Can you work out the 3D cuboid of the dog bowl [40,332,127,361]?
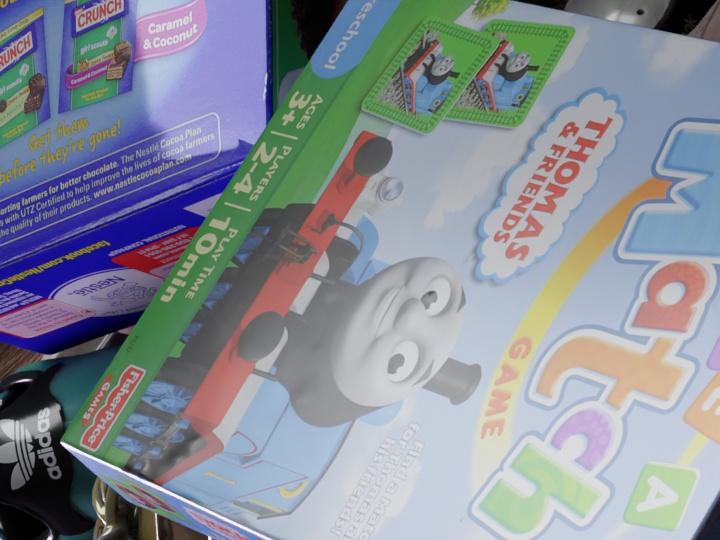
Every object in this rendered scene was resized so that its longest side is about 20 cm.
[{"bbox_3d":[-0.093,0.035,1.304,0.200,0.074,0.200,-52,10,13],"label":"dog bowl"}]

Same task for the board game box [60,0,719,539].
[{"bbox_3d":[0.034,0.011,0.644,0.199,0.037,0.152,18,71,48],"label":"board game box"}]

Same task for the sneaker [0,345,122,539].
[{"bbox_3d":[-0.088,0.059,0.910,0.079,0.072,0.200,-12,-10,-5],"label":"sneaker"}]

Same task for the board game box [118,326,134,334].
[{"bbox_3d":[-0.063,-0.096,0.924,0.126,0.034,0.201,-35,54,33],"label":"board game box"}]

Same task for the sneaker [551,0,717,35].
[{"bbox_3d":[0.104,-0.092,0.835,0.201,0.073,0.080,-62,13,7],"label":"sneaker"}]

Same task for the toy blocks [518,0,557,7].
[{"bbox_3d":[0.000,0.000,0.970,0.137,0.099,0.201,119,174,-63],"label":"toy blocks"}]

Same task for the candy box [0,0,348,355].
[{"bbox_3d":[-0.064,-0.094,0.841,0.168,0.077,0.201,-19,64,38],"label":"candy box"}]

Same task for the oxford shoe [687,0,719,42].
[{"bbox_3d":[0.128,-0.105,0.727,0.200,0.073,0.071,-49,12,31],"label":"oxford shoe"}]

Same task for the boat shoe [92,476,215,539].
[{"bbox_3d":[-0.060,0.093,0.802,0.201,0.063,0.074,102,168,-64],"label":"boat shoe"}]
